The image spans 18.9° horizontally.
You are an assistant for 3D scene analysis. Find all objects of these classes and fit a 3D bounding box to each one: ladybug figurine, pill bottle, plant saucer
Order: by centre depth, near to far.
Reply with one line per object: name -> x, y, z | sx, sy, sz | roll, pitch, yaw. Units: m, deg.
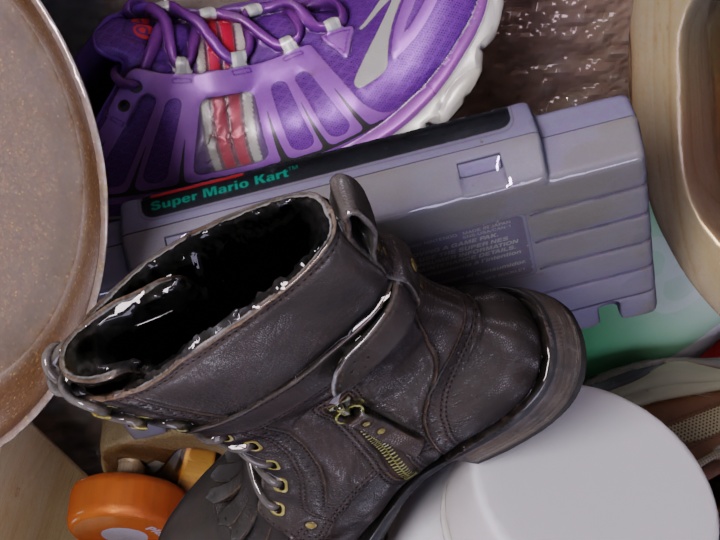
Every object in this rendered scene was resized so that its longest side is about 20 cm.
plant saucer -> -0.163, -0.031, 0.681 | 0.200, 0.032, 0.201 | 6, 107, 19
ladybug figurine -> 0.164, -0.069, 0.763 | 0.072, 0.136, 0.200 | -30, 125, -49
pill bottle -> 0.050, 0.138, 0.823 | 0.113, 0.113, 0.200 | 3, 141, -21

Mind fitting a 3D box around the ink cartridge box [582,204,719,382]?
ink cartridge box -> 0.128, 0.038, 0.910 | 0.200, 0.050, 0.161 | 26, 121, -34

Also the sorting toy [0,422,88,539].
sorting toy -> -0.147, 0.190, 0.873 | 0.069, 0.200, 0.199 | 1, 147, 29

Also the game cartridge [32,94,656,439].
game cartridge -> 0.000, 0.000, 0.739 | 0.200, 0.038, 0.130 | -14, 150, 3

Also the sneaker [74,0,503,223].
sneaker -> -0.045, -0.063, 0.731 | 0.200, 0.081, 0.083 | -27, 130, 9

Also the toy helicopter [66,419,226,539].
toy helicopter -> -0.035, 0.094, 0.885 | 0.132, 0.079, 0.200 | -1, 153, 8

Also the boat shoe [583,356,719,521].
boat shoe -> 0.176, 0.070, 0.881 | 0.200, 0.072, 0.076 | -14, 145, -11

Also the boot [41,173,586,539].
boot -> -0.037, 0.042, 0.691 | 0.200, 0.069, 0.174 | -38, 149, 23
